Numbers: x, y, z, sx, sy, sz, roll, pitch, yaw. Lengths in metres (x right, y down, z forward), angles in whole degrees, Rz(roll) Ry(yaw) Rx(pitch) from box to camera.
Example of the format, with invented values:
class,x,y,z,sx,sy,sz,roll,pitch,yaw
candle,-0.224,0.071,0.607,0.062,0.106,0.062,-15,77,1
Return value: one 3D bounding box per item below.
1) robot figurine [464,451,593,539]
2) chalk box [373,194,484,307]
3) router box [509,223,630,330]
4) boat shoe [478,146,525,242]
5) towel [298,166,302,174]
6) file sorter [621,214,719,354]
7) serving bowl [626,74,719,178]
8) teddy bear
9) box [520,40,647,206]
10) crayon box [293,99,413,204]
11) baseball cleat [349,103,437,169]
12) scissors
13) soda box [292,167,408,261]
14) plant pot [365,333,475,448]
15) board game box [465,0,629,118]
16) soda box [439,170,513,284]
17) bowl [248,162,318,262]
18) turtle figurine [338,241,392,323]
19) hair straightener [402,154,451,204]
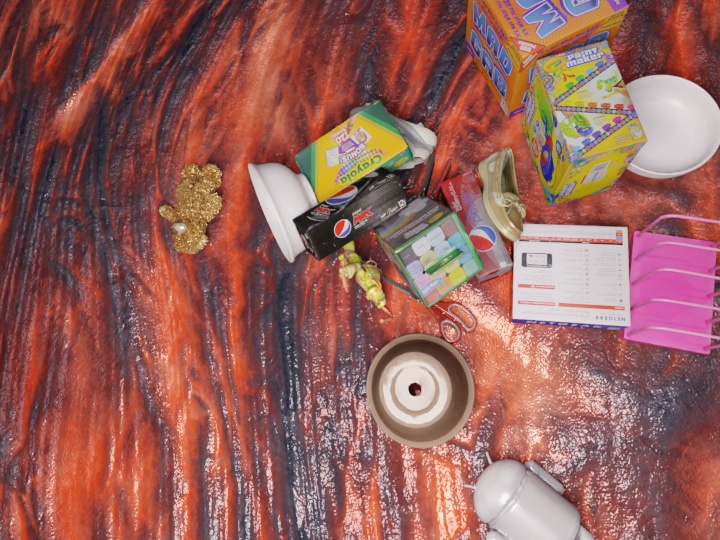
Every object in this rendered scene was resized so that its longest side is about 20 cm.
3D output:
class,x,y,z,sx,sy,sz,roll,pitch,yaw
robot figurine,0.265,0.387,0.813,0.200,0.113,0.169,38,48,16
chalk box,0.122,-0.032,0.884,0.124,0.200,0.124,-33,113,0
router box,0.375,0.009,0.924,0.198,0.049,0.181,4,77,10
boat shoe,0.269,-0.144,0.937,0.063,0.073,0.202,-37,38,38
towel,-0.032,-0.166,1.036,0.111,0.049,0.200,-40,72,0
file sorter,0.542,0.023,0.853,0.138,0.125,0.202,10,78,11
serving bowl,0.555,-0.259,0.953,0.198,0.066,0.202,-2,75,9
teddy bear,-0.356,-0.138,1.073,0.144,0.067,0.201,21,80,16
box,0.385,-0.251,0.910,0.121,0.200,0.194,-14,73,6
crayon box,-0.014,-0.218,0.980,0.199,0.058,0.119,-32,73,8
baseball cleat,0.051,-0.269,1.027,0.199,0.070,0.107,21,71,21
scissors,0.132,0.056,0.973,0.073,0.014,0.200,-46,73,-1
soda box,-0.017,-0.103,0.908,0.199,0.071,0.063,-33,38,-16
plant pot,0.098,0.198,0.856,0.198,0.175,0.202,-2,76,9
board game box,0.337,-0.461,0.971,0.199,0.200,0.201,-25,74,2
soda box,0.216,-0.081,0.963,0.069,0.063,0.202,-20,71,5
bowl,-0.135,-0.124,0.977,0.090,0.201,0.202,-24,73,-13
turtle figurine,0.000,0.000,0.932,0.064,0.200,0.162,-40,49,8
hair straightener,0.113,-0.141,1.016,0.076,0.041,0.202,21,85,14
